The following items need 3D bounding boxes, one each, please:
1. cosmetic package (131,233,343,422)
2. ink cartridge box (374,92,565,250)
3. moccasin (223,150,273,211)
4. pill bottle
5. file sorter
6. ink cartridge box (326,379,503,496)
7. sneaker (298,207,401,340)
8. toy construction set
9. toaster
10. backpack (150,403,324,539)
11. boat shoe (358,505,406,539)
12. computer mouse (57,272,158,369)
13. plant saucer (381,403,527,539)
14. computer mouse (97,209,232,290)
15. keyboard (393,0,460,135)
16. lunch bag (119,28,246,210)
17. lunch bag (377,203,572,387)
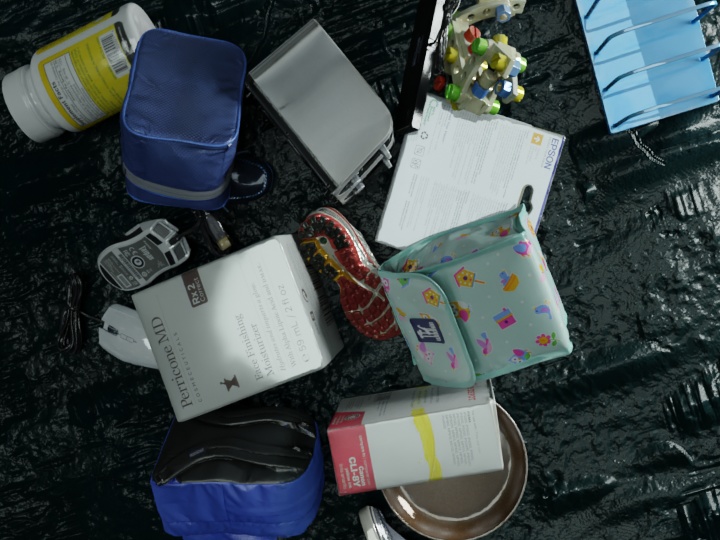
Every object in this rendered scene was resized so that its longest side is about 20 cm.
[{"bbox_3d":[-0.146,0.065,1.038,0.196,0.165,0.168,-21,91,8],"label":"cosmetic package"},{"bbox_3d":[0.137,-0.103,1.056,0.196,0.043,0.201,18,95,2],"label":"ink cartridge box"},{"bbox_3d":[-0.215,-0.118,1.085,0.195,0.068,0.083,0,94,6],"label":"moccasin"},{"bbox_3d":[-0.353,-0.252,1.073,0.196,0.114,0.116,-23,90,8],"label":"pill bottle"},{"bbox_3d":[0.346,-0.285,0.978,0.136,0.123,0.205,-15,92,8],"label":"file sorter"},{"bbox_3d":[0.069,0.196,0.998,0.195,0.145,0.086,-11,93,8],"label":"ink cartridge box"},{"bbox_3d":[0.000,0.000,1.063,0.077,0.082,0.202,-28,107,19],"label":"sneaker"},{"bbox_3d":[0.144,-0.269,0.993,0.091,0.203,0.131,23,141,-18],"label":"toy construction set"},{"bbox_3d":[-0.046,-0.190,1.007,0.118,0.181,0.201,-40,87,2],"label":"toaster"},{"bbox_3d":[-0.141,0.262,1.057,0.195,0.164,0.171,-5,124,6],"label":"backpack"},{"bbox_3d":[0.078,0.383,1.082,0.091,0.075,0.203,-28,97,1],"label":"boat shoe"},{"bbox_3d":[-0.322,0.083,1.123,0.196,0.044,0.112,17,94,6],"label":"computer mouse"},{"bbox_3d":[0.120,0.252,1.084,0.195,0.032,0.206,0,93,8],"label":"plant saucer"},{"bbox_3d":[-0.263,-0.039,1.083,0.197,0.044,0.110,-23,120,24],"label":"computer mouse"},{"bbox_3d":[0.085,-0.270,1.005,0.020,0.127,0.205,12,88,-17],"label":"keyboard"},{"bbox_3d":[-0.210,-0.178,0.982,0.133,0.133,0.203,9,53,-10],"label":"lunch bag"},{"bbox_3d":[0.133,0.040,0.993,0.196,0.123,0.173,-19,111,17],"label":"lunch bag"}]
